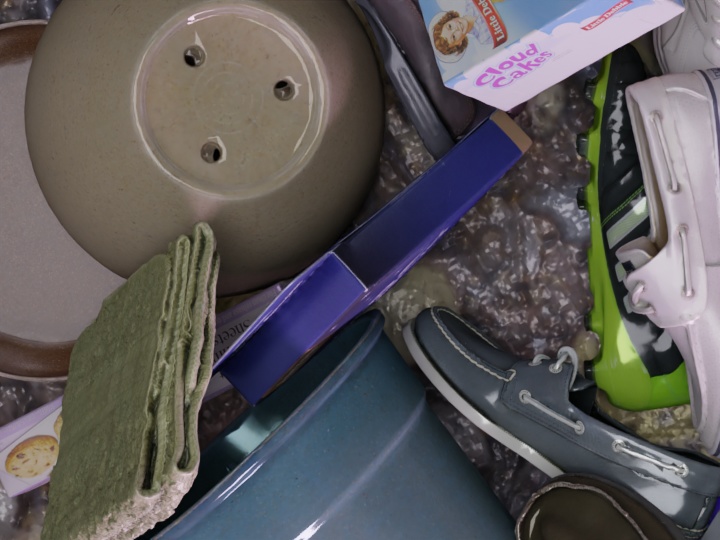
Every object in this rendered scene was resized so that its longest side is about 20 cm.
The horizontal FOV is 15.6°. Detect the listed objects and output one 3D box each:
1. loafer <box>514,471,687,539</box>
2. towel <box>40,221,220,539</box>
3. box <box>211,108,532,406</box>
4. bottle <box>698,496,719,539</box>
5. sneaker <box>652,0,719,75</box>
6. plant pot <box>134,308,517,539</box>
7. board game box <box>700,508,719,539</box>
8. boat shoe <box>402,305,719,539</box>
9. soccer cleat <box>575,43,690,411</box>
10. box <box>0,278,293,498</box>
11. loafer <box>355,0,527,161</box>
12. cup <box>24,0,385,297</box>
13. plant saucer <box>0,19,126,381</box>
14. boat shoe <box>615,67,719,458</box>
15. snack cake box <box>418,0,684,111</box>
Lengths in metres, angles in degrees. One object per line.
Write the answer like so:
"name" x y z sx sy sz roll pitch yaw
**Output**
"loafer" 0.137 0.172 1.296 0.075 0.069 0.200 -51 52 14
"towel" -0.116 0.072 1.339 0.036 0.200 0.149 16 65 -19
"box" 0.000 0.000 1.353 0.032 0.200 0.121 47 135 4
"bottle" 0.165 0.209 1.423 0.083 0.065 0.200 38 98 0
"sneaker" 0.193 -0.158 1.378 0.077 0.099 0.202 -9 93 -2
"plant pot" 0.001 0.159 1.392 0.200 0.200 0.196 -42 95 9
"board game box" 0.240 0.230 1.374 0.199 0.064 0.148 28 99 -22
"boat shoe" 0.110 0.073 1.400 0.200 0.073 0.062 40 108 21
"soccer cleat" 0.157 -0.024 1.415 0.080 0.068 0.202 -3 100 4
"box" -0.116 0.066 1.462 0.199 0.039 0.042 -26 87 14
"loafer" 0.024 -0.159 1.418 0.063 0.072 0.201 -25 102 7
"cup" -0.075 -0.086 1.378 0.199 0.143 0.202 0 89 -9
"plant saucer" -0.176 -0.040 1.478 0.199 0.032 0.202 1 94 9
"boat shoe" 0.165 -0.002 1.355 0.069 0.071 0.202 -5 94 -8
"snack cake box" 0.075 -0.199 1.336 0.115 0.067 0.201 -28 67 28
